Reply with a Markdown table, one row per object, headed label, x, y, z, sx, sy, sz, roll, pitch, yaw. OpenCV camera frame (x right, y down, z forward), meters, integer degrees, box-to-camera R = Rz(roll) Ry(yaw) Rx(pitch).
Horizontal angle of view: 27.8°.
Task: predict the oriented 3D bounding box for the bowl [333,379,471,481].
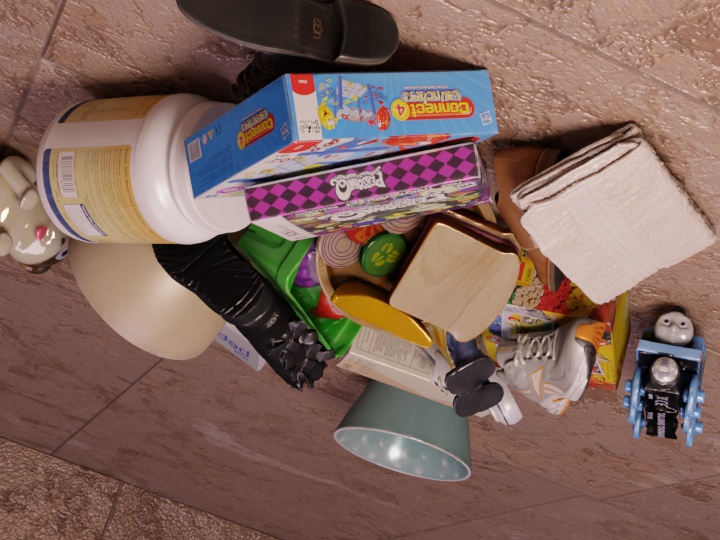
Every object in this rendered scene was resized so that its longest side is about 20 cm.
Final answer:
| label | x | y | z | sx | sy | sz | roll | pitch | yaw |
| --- | --- | --- | --- | --- | --- | --- | --- | --- | --- |
| bowl | 0.071 | 0.211 | 2.039 | 0.200 | 0.105 | 0.201 | 14 | 159 | 6 |

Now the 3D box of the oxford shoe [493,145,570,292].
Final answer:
| label | x | y | z | sx | sy | sz | roll | pitch | yaw |
| --- | --- | --- | --- | --- | --- | --- | --- | --- | --- |
| oxford shoe | 0.164 | -0.052 | 1.364 | 0.071 | 0.071 | 0.200 | 13 | 148 | 23 |

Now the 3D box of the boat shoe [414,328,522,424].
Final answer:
| label | x | y | z | sx | sy | sz | roll | pitch | yaw |
| --- | --- | --- | --- | --- | --- | --- | --- | --- | --- |
| boat shoe | 0.111 | 0.115 | 1.664 | 0.200 | 0.067 | 0.074 | 53 | 175 | 44 |

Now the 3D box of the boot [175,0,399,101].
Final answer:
| label | x | y | z | sx | sy | sz | roll | pitch | yaw |
| --- | --- | --- | --- | --- | --- | --- | --- | --- | --- |
| boot | -0.075 | -0.176 | 1.212 | 0.199 | 0.070 | 0.174 | 14 | 161 | -18 |

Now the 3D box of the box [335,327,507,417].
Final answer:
| label | x | y | z | sx | sy | sz | roll | pitch | yaw |
| --- | --- | --- | --- | --- | --- | --- | --- | --- | --- |
| box | 0.081 | 0.100 | 1.769 | 0.199 | 0.095 | 0.078 | 22 | 160 | -8 |

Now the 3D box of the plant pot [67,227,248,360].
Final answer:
| label | x | y | z | sx | sy | sz | roll | pitch | yaw |
| --- | --- | --- | --- | --- | --- | --- | --- | --- | --- |
| plant pot | -0.200 | -0.022 | 1.591 | 0.200 | 0.201 | 0.134 | 31 | 121 | -31 |

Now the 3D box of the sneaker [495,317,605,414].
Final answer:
| label | x | y | z | sx | sy | sz | roll | pitch | yaw |
| --- | --- | --- | --- | --- | --- | --- | --- | --- | --- |
| sneaker | 0.185 | 0.091 | 1.477 | 0.092 | 0.076 | 0.200 | 21 | 158 | 2 |

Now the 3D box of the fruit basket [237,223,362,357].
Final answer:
| label | x | y | z | sx | sy | sz | roll | pitch | yaw |
| --- | --- | --- | --- | --- | --- | --- | --- | --- | --- |
| fruit basket | 0.000 | 0.000 | 1.531 | 0.215 | 0.156 | 0.216 | 32 | 167 | 8 |

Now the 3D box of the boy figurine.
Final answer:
| label | x | y | z | sx | sy | sz | roll | pitch | yaw |
| --- | --- | --- | --- | --- | --- | --- | --- | --- | --- |
| boy figurine | 0.094 | 0.064 | 1.579 | 0.064 | 0.200 | 0.125 | -24 | 129 | -3 |

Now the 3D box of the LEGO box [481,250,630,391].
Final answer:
| label | x | y | z | sx | sy | sz | roll | pitch | yaw |
| --- | --- | --- | --- | --- | --- | --- | --- | --- | --- |
| LEGO box | 0.207 | 0.048 | 1.557 | 0.148 | 0.077 | 0.200 | 10 | 158 | 17 |

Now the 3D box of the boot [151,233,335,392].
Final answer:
| label | x | y | z | sx | sy | sz | roll | pitch | yaw |
| --- | --- | --- | --- | --- | --- | --- | --- | --- | --- |
| boot | -0.118 | 0.030 | 1.488 | 0.198 | 0.073 | 0.163 | 41 | 174 | 38 |

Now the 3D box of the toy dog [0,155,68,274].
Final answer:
| label | x | y | z | sx | sy | sz | roll | pitch | yaw |
| --- | --- | --- | --- | --- | --- | --- | --- | --- | --- |
| toy dog | -0.424 | -0.069 | 1.686 | 0.199 | 0.140 | 0.194 | 25 | 171 | -20 |

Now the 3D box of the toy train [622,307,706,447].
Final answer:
| label | x | y | z | sx | sy | sz | roll | pitch | yaw |
| --- | --- | --- | --- | --- | --- | --- | --- | --- | --- |
| toy train | 0.333 | 0.116 | 1.577 | 0.086 | 0.115 | 0.200 | 8 | 158 | 15 |

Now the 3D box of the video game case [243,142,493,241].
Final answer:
| label | x | y | z | sx | sy | sz | roll | pitch | yaw |
| --- | --- | --- | --- | --- | --- | --- | --- | --- | --- |
| video game case | 0.013 | -0.067 | 1.285 | 0.199 | 0.036 | 0.181 | -11 | 175 | 7 |

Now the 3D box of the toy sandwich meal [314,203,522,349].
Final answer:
| label | x | y | z | sx | sy | sz | roll | pitch | yaw |
| --- | --- | --- | --- | --- | --- | --- | --- | --- | --- |
| toy sandwich meal | 0.055 | -0.007 | 1.417 | 0.205 | 0.205 | 0.070 | 27 | -159 | -24 |

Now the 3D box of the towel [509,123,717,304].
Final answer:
| label | x | y | z | sx | sy | sz | roll | pitch | yaw |
| --- | --- | --- | --- | --- | --- | --- | --- | --- | --- |
| towel | 0.228 | -0.044 | 1.291 | 0.132 | 0.035 | 0.200 | -29 | 140 | 20 |

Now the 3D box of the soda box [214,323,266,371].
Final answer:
| label | x | y | z | sx | sy | sz | roll | pitch | yaw |
| --- | --- | --- | --- | --- | --- | --- | --- | --- | --- |
| soda box | -0.179 | 0.030 | 1.738 | 0.200 | 0.063 | 0.068 | 36 | 154 | 11 |

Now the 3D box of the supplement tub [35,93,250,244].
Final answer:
| label | x | y | z | sx | sy | sz | roll | pitch | yaw |
| --- | --- | --- | --- | --- | --- | --- | --- | --- | --- |
| supplement tub | -0.202 | -0.098 | 1.417 | 0.199 | 0.145 | 0.144 | 2 | 154 | 36 |

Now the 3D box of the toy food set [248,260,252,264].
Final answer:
| label | x | y | z | sx | sy | sz | roll | pitch | yaw |
| --- | --- | --- | --- | --- | --- | --- | --- | --- | --- |
| toy food set | -0.090 | 0.026 | 1.760 | 0.143 | 0.061 | 0.200 | 24 | 158 | -17 |

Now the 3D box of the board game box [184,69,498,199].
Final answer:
| label | x | y | z | sx | sy | sz | roll | pitch | yaw |
| --- | --- | --- | --- | --- | --- | --- | --- | --- | --- |
| board game box | -0.020 | -0.114 | 1.235 | 0.195 | 0.056 | 0.200 | -6 | 172 | -30 |
